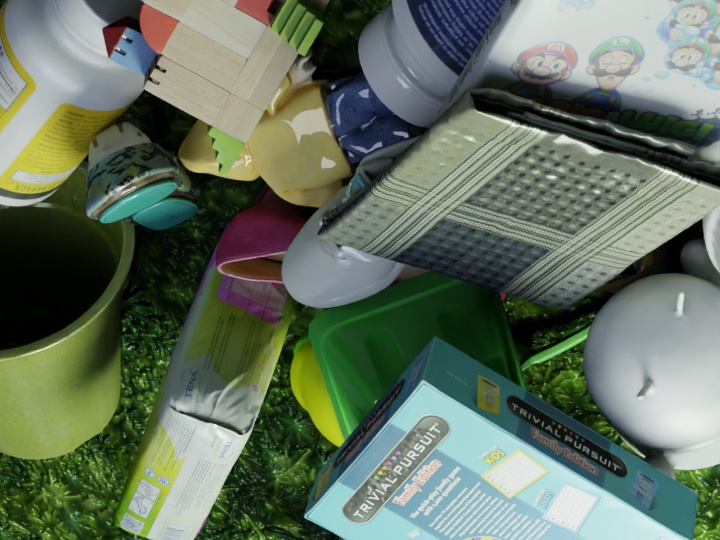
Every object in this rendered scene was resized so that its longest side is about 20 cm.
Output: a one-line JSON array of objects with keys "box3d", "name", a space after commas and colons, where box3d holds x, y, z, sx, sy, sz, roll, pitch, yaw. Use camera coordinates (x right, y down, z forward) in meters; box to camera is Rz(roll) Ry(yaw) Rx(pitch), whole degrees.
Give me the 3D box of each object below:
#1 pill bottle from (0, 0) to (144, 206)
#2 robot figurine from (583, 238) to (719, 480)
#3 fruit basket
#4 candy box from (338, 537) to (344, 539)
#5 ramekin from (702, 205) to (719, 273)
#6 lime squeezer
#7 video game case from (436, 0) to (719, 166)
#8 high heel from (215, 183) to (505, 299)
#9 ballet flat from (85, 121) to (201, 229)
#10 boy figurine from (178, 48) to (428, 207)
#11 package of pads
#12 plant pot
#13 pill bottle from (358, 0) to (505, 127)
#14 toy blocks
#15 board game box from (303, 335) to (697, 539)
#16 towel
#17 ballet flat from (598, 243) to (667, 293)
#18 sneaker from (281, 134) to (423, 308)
[{"box3d": [-0.210, -0.139, 1.431, 0.111, 0.111, 0.200, 40, 134, -9], "name": "pill bottle"}, {"box3d": [0.208, 0.067, 1.356, 0.112, 0.170, 0.200, 8, 170, 17], "name": "robot figurine"}, {"box3d": [0.037, 0.088, 1.443, 0.155, 0.216, 0.216, -20, 123, -4], "name": "fruit basket"}, {"box3d": [0.064, 0.262, 1.624, 0.199, 0.117, 0.057, 4, 129, 23], "name": "candy box"}, {"box3d": [0.310, -0.007, 1.240, 0.201, 0.095, 0.203, -2, 146, -1], "name": "ramekin"}, {"box3d": [0.095, 0.053, 1.501, 0.199, 0.038, 0.071, 3, 97, 25], "name": "lime squeezer"}, {"box3d": [0.166, -0.117, 1.169, 0.199, 0.024, 0.182, 9, 146, -17], "name": "video game case"}, {"box3d": [0.000, 0.000, 1.452, 0.199, 0.096, 0.068, 24, 134, 7], "name": "high heel"}, {"box3d": [-0.159, -0.068, 1.433, 0.074, 0.074, 0.200, 27, 177, 4], "name": "ballet flat"}, {"box3d": [-0.032, -0.092, 1.416, 0.199, 0.065, 0.125, -10, 122, 33], "name": "boy figurine"}, {"box3d": [-0.106, 0.080, 1.499, 0.068, 0.200, 0.155, 22, 135, -7], "name": "package of pads"}, {"box3d": [-0.255, 0.043, 1.572, 0.199, 0.201, 0.190, 13, 144, 16], "name": "plant pot"}, {"box3d": [0.090, -0.171, 1.255, 0.111, 0.111, 0.200, 43, 133, -12], "name": "pill bottle"}, {"box3d": [-0.095, -0.181, 1.306, 0.136, 0.100, 0.200, 27, 108, -14], "name": "toy blocks"}, {"box3d": [0.088, 0.148, 1.313, 0.200, 0.047, 0.151, 31, 128, -10], "name": "board game box"}, {"box3d": [0.099, -0.044, 1.242, 0.192, 0.035, 0.200, 16, 151, -24], "name": "towel"}, {"box3d": [0.108, -0.032, 1.391, 0.199, 0.063, 0.069, 12, 96, 12], "name": "ballet flat"}, {"box3d": [0.012, -0.044, 1.323, 0.200, 0.088, 0.075, -34, 68, 27], "name": "sneaker"}]
